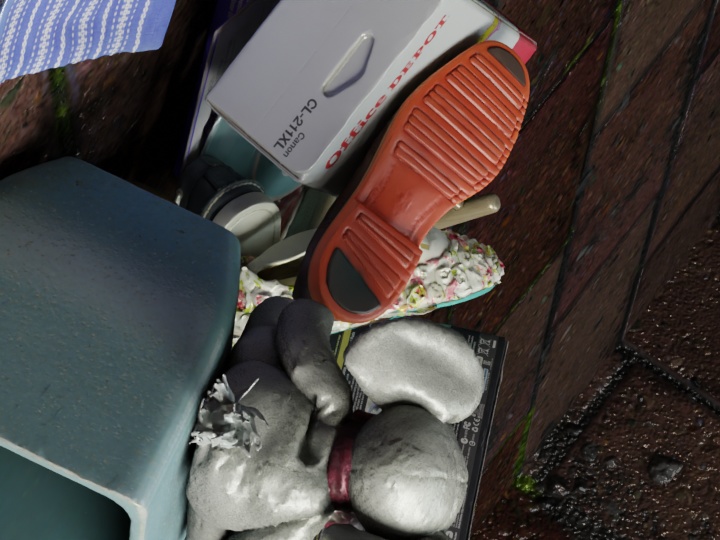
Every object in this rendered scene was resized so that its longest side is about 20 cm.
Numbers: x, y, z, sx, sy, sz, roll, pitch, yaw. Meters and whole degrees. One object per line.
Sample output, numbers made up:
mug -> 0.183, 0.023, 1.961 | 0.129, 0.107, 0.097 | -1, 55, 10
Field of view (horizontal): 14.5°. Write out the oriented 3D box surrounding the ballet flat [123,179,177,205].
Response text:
ballet flat -> -0.149, 0.044, 1.714 | 0.069, 0.063, 0.200 | 8, 90, -51

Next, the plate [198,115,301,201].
plate -> -0.034, -0.105, 1.803 | 0.200, 0.026, 0.200 | -48, 163, -20

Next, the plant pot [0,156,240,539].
plant pot -> -0.165, 0.056, 1.595 | 0.196, 0.196, 0.200 | 101, 16, -59

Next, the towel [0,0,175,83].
towel -> -0.131, -0.169, 1.509 | 0.145, 0.024, 0.200 | -62, 165, 21

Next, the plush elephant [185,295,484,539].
plush elephant -> -0.008, 0.103, 1.529 | 0.200, 0.155, 0.165 | 81, 25, -84

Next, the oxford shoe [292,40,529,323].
oxford shoe -> 0.024, -0.055, 1.653 | 0.200, 0.071, 0.073 | -51, -162, -18

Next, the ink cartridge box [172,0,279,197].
ink cartridge box -> -0.060, -0.138, 1.781 | 0.200, 0.043, 0.198 | -42, 160, -39

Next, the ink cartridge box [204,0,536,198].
ink cartridge box -> 0.010, -0.120, 1.698 | 0.146, 0.083, 0.200 | -51, 162, 6

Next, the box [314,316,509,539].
box -> -0.004, 0.109, 1.709 | 0.049, 0.161, 0.200 | 103, 0, -49

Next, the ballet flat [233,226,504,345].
ballet flat -> 0.000, 0.000, 1.726 | 0.200, 0.076, 0.064 | -15, 118, -25

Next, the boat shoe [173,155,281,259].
boat shoe -> -0.096, 0.008, 1.783 | 0.073, 0.062, 0.200 | -26, 149, -30

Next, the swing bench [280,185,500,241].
swing bench -> -0.034, 0.018, 1.933 | 0.200, 0.130, 0.199 | -37, -160, 37
